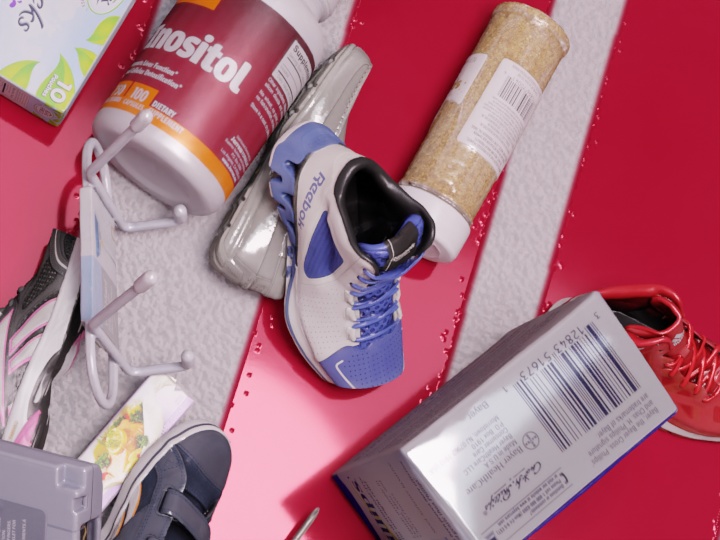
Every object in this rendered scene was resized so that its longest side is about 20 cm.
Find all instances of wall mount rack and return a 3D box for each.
[{"bbox_3d":[-0.158,-0.014,1.504,0.074,0.174,0.202,-7,67,6],"label":"wall mount rack"}]

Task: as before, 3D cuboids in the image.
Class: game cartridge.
[{"bbox_3d":[-0.239,0.212,1.473,0.132,0.040,0.202,11,105,21],"label":"game cartridge"}]

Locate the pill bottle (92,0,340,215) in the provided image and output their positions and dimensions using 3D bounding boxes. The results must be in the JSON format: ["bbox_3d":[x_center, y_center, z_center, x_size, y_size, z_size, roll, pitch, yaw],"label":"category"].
[{"bbox_3d":[-0.099,-0.150,1.600,0.113,0.113,0.201,35,73,-5],"label":"pill bottle"}]

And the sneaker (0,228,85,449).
[{"bbox_3d":[-0.249,0.057,1.543,0.086,0.080,0.202,17,69,1],"label":"sneaker"}]

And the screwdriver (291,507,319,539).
[{"bbox_3d":[-0.086,0.253,1.571,0.200,0.028,0.029,-49,124,-18],"label":"screwdriver"}]

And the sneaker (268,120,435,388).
[{"bbox_3d":[0.000,-0.001,1.557,0.080,0.115,0.201,-25,116,-27],"label":"sneaker"}]

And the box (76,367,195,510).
[{"bbox_3d":[-0.196,0.156,1.554,0.039,0.041,0.200,41,74,-2],"label":"box"}]

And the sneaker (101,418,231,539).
[{"bbox_3d":[-0.143,0.199,1.529,0.201,0.079,0.078,-53,133,-12],"label":"sneaker"}]

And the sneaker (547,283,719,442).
[{"bbox_3d":[0.240,0.071,1.641,0.198,0.116,0.079,19,75,-10],"label":"sneaker"}]

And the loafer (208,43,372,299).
[{"bbox_3d":[-0.040,-0.074,1.627,0.069,0.070,0.201,31,81,-12],"label":"loafer"}]

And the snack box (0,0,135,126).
[{"bbox_3d":[-0.231,-0.228,1.612,0.142,0.053,0.201,31,74,-8],"label":"snack box"}]

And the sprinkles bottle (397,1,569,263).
[{"bbox_3d":[0.087,-0.105,1.661,0.068,0.068,0.201,32,73,-6],"label":"sprinkles bottle"}]

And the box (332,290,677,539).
[{"bbox_3d":[0.098,0.123,1.550,0.183,0.200,0.105,-37,91,-17],"label":"box"}]
